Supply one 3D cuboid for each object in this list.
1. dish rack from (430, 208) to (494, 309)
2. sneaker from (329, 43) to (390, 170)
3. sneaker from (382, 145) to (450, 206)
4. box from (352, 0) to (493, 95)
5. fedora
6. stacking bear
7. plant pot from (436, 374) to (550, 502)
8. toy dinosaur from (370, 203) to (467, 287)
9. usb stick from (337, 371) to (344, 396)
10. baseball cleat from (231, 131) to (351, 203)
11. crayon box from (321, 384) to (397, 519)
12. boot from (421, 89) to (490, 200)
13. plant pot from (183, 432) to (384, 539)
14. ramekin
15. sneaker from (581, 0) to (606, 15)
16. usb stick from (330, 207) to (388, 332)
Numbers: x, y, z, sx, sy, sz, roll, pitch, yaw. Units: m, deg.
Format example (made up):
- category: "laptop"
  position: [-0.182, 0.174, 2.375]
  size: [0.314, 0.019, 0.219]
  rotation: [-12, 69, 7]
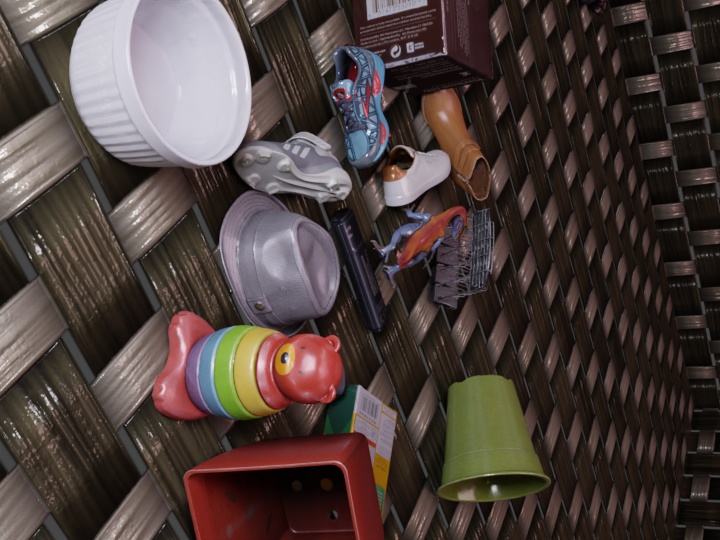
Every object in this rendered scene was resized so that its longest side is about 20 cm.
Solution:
- category: "dish rack"
  position: [0.184, -0.022, 1.586]
  size: [0.054, 0.200, 0.155]
  rotation: [8, 77, -23]
- category: "sneaker"
  position: [-0.015, -0.249, 1.386]
  size: [0.095, 0.079, 0.202]
  rotation: [19, 61, -48]
- category: "sneaker"
  position: [0.098, -0.183, 1.557]
  size: [0.200, 0.072, 0.085]
  rotation: [-44, 126, -52]
- category: "box"
  position: [0.105, -0.399, 1.509]
  size: [0.199, 0.165, 0.166]
  rotation: [2, 83, -59]
- category: "fedora"
  position: [-0.089, -0.009, 1.185]
  size: [0.177, 0.090, 0.201]
  rotation: [-54, 131, -49]
- category: "stacking bear"
  position: [-0.112, 0.111, 1.016]
  size: [0.114, 0.198, 0.123]
  rotation: [42, 50, -50]
- category: "plant pot"
  position: [0.225, 0.294, 1.625]
  size: [0.200, 0.198, 0.192]
  rotation: [36, 44, -53]
- category: "toy dinosaur"
  position: [0.114, -0.047, 1.485]
  size: [0.181, 0.200, 0.106]
  rotation: [-30, 110, -11]
- category: "usb stick"
  position: [-0.081, 0.136, 1.221]
  size: [0.200, 0.032, 0.056]
  rotation: [23, 67, -57]
- category: "baseball cleat"
  position: [-0.101, -0.147, 1.226]
  size: [0.199, 0.070, 0.107]
  rotation: [18, 37, -46]
- category: "crayon box"
  position: [-0.008, 0.282, 1.324]
  size: [0.126, 0.051, 0.202]
  rotation: [43, 49, -50]
- category: "boot"
  position: [0.179, -0.233, 1.635]
  size: [0.155, 0.073, 0.201]
  rotation: [-118, -176, -56]
- category: "plant pot"
  position: [-0.067, 0.294, 1.095]
  size: [0.176, 0.198, 0.202]
  rotation: [-34, 116, -69]
- category: "ramekin"
  position: [-0.216, -0.204, 0.977]
  size: [0.200, 0.104, 0.202]
  rotation: [16, 71, -59]
- category: "sneaker"
  position: [0.703, -0.805, 2.721]
  size: [0.201, 0.075, 0.116]
  rotation: [-59, 138, -47]
- category: "usb stick"
  position: [0.000, 0.000, 1.401]
  size: [0.056, 0.032, 0.201]
  rotation: [-59, 135, -56]
